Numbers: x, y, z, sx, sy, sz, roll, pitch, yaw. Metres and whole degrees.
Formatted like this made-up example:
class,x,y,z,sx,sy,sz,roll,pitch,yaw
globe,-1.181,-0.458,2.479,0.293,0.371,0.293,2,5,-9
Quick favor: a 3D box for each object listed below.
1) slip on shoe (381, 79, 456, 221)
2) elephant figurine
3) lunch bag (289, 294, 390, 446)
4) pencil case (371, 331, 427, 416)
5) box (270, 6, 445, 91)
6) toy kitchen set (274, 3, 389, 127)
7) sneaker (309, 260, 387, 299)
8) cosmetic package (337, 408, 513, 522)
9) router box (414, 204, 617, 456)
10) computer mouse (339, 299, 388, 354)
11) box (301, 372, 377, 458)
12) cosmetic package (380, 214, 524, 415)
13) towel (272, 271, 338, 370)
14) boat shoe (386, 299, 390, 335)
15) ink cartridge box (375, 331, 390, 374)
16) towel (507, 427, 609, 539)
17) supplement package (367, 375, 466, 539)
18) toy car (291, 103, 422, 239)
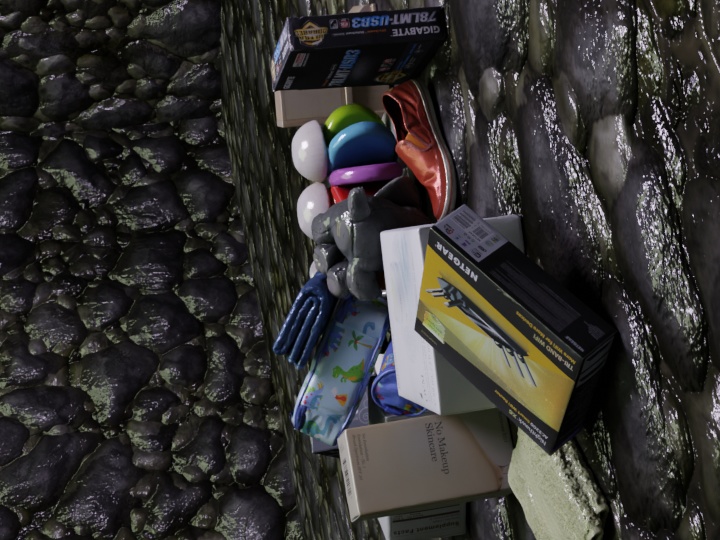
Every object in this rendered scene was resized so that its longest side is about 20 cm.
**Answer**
class,x,y,z,sx,sy,sz,roll,pitch,yaw
slip on shoe,0.076,-0.150,1.603,0.074,0.060,0.203,114,142,-65
elephant figurine,0.044,-0.048,1.601,0.154,0.198,0.144,-1,102,57
lunch bag,-0.023,0.126,1.673,0.161,0.081,0.203,-41,-26,-84
pencil case,0.066,0.110,1.620,0.201,0.077,0.088,-69,-2,-60
box,-0.009,-0.279,1.604,0.200,0.195,0.051,145,117,-77
toy kitchen set,-0.059,-0.310,1.884,0.200,0.177,0.166,-152,56,-71
sneaker,0.000,0.000,1.770,0.198,0.080,0.078,2,86,39
cosmetic package,0.079,0.227,1.481,0.073,0.196,0.105,117,143,-71
router box,0.142,0.057,1.207,0.200,0.052,0.159,42,148,28
computer mouse,0.010,0.067,1.829,0.200,0.034,0.059,-129,24,-58
box,-0.007,0.230,1.975,0.200,0.120,0.108,43,-144,-75
cosmetic package,0.107,0.046,1.425,0.200,0.121,0.203,-179,82,-80
towel,-0.063,0.057,1.664,0.200,0.048,0.113,-53,-11,-81
boat shoe,0.052,0.002,1.804,0.063,0.071,0.203,105,160,-70
ink cartridge box,0.053,0.094,1.869,0.117,0.066,0.202,99,159,-55
towel,0.200,0.231,1.287,0.201,0.036,0.150,-110,18,-49
supplement package,0.077,0.253,1.715,0.117,0.115,0.203,-119,25,-62
toy car,0.004,-0.122,1.704,0.150,0.172,0.204,-140,44,-72
